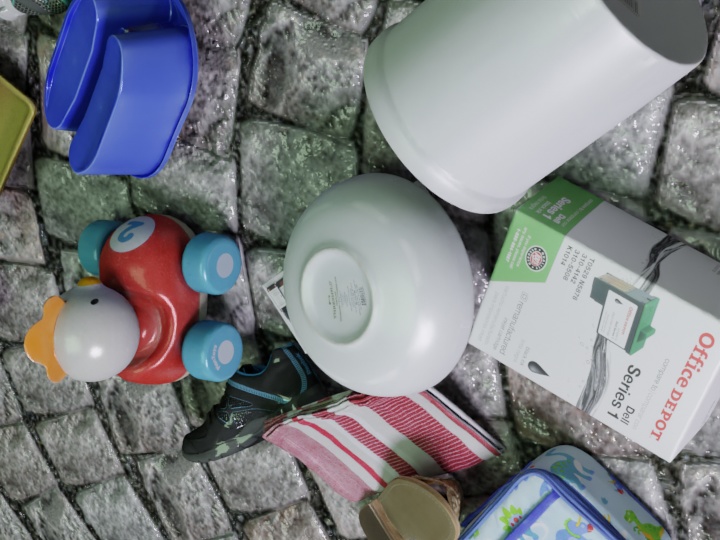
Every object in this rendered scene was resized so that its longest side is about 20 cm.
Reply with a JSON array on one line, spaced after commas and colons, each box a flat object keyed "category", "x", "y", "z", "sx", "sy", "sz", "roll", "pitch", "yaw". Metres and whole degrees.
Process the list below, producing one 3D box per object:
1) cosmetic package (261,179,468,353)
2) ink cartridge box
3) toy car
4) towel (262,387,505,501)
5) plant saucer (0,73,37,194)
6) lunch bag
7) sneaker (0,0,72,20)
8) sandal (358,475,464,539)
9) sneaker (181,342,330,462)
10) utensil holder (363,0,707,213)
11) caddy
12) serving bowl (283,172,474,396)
[{"category": "cosmetic package", "x": 0.000, "y": 0.000, "z": 1.221, "sx": 0.200, "sy": 0.051, "sz": 0.083, "roll": -33, "pitch": 92, "yaw": 41}, {"category": "ink cartridge box", "x": 0.208, "y": 0.039, "z": 1.071, "sx": 0.200, "sy": 0.084, "sz": 0.146, "roll": 31, "pitch": 127, "yaw": 20}, {"category": "toy car", "x": -0.249, "y": 0.039, "z": 1.302, "sx": 0.184, "sy": 0.200, "sz": 0.177, "roll": 8, "pitch": 102, "yaw": 34}, {"category": "towel", "x": 0.019, "y": 0.165, "z": 1.265, "sx": 0.200, "sy": 0.023, "sz": 0.144, "roll": -24, "pitch": 127, "yaw": 39}, {"category": "plant saucer", "x": -0.446, "y": -0.160, "z": 1.444, "sx": 0.200, "sy": 0.048, "sz": 0.200, "roll": 39, "pitch": 117, "yaw": 14}, {"category": "lunch bag", "x": 0.174, "y": 0.267, "z": 1.212, "sx": 0.161, "sy": 0.082, "sz": 0.200, "roll": 46, "pitch": 129, "yaw": 11}, {"category": "sneaker", "x": -0.316, "y": -0.340, "z": 1.276, "sx": 0.091, "sy": 0.078, "sz": 0.200, "roll": 9, "pitch": 122, "yaw": 14}, {"category": "sandal", "x": 0.065, "y": 0.226, "z": 1.283, "sx": 0.078, "sy": 0.070, "sz": 0.212, "roll": 59, "pitch": 154, "yaw": 5}, {"category": "sneaker", "x": -0.117, "y": 0.141, "z": 1.369, "sx": 0.200, "sy": 0.073, "sz": 0.082, "roll": -29, "pitch": 85, "yaw": 32}, {"category": "utensil holder", "x": 0.130, "y": -0.164, "z": 0.976, "sx": 0.200, "sy": 0.170, "sz": 0.170, "roll": -36, "pitch": 89, "yaw": 38}, {"category": "caddy", "x": -0.221, "y": -0.179, "z": 1.257, "sx": 0.141, "sy": 0.105, "sz": 0.200, "roll": 57, "pitch": 135, "yaw": 29}, {"category": "serving bowl", "x": 0.001, "y": 0.018, "z": 1.138, "sx": 0.200, "sy": 0.066, "sz": 0.200, "roll": 10, "pitch": 106, "yaw": 39}]
